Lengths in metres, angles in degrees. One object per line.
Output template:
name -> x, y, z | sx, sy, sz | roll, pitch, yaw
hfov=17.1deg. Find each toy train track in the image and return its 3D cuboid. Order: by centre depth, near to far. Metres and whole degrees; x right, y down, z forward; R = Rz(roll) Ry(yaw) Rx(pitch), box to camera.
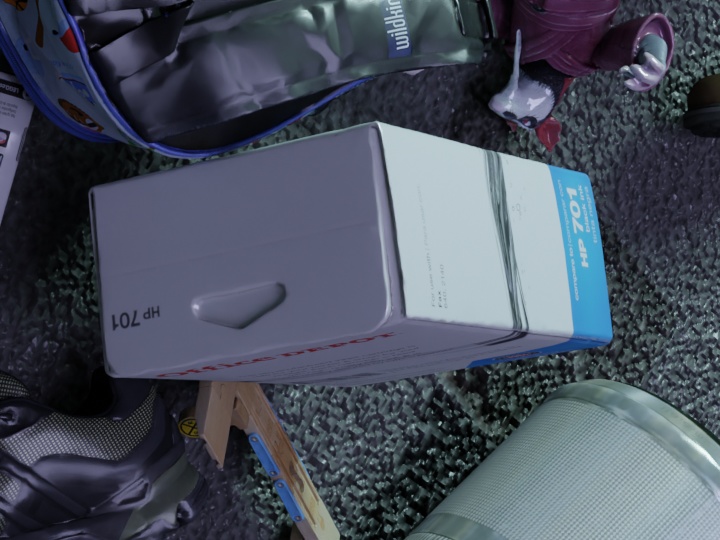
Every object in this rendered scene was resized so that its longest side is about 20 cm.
toy train track -> -0.059, 0.071, 1.115 | 0.115, 0.032, 0.200 | -82, 154, -45

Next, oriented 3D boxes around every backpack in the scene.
backpack -> -0.067, -0.142, 0.987 | 0.190, 0.154, 0.201 | -36, 113, -34

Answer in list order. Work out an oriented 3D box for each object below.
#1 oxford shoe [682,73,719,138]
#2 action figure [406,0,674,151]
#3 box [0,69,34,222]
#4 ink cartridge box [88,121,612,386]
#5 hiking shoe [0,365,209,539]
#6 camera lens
oxford shoe -> 0.244, -0.122, 1.299 | 0.199, 0.073, 0.085 | -22, 99, -36
action figure -> 0.095, -0.150, 1.155 | 0.149, 0.133, 0.201 | -65, 171, -48
box -> -0.231, -0.050, 0.953 | 0.199, 0.035, 0.111 | 16, 91, -40
ink cartridge box -> 0.000, 0.000, 1.030 | 0.200, 0.146, 0.086 | 10, 72, -60
hiking shoe -> -0.168, 0.094, 1.028 | 0.199, 0.076, 0.101 | -21, 91, -28
camera lens -> 0.102, 0.166, 1.191 | 0.200, 0.160, 0.160 | -42, 123, -22
